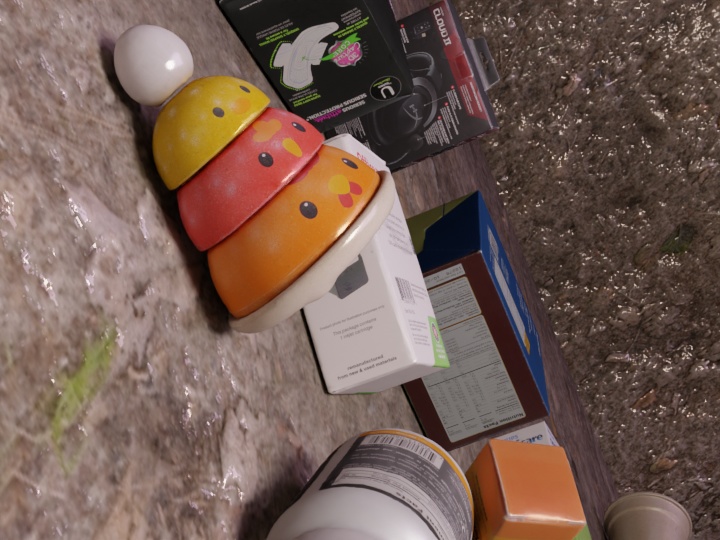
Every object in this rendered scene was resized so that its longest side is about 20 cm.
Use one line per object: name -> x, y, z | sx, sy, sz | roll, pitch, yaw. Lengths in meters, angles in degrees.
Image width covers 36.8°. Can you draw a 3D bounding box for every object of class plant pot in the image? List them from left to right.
plant pot -> 0.637, 0.630, 2.410 | 0.202, 0.198, 0.184 | 63, 26, -24

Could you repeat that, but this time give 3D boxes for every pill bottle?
pill bottle -> 0.004, 0.174, 0.651 | 0.200, 0.115, 0.118 | -32, 101, -76

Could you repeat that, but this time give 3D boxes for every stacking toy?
stacking toy -> -0.087, -0.073, 0.699 | 0.200, 0.146, 0.146 | 47, 19, -13

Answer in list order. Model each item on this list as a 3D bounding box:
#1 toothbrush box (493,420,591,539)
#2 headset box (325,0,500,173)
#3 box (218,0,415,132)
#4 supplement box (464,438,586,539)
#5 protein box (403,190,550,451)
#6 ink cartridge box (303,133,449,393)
toothbrush box -> 0.259, 0.336, 1.498 | 0.146, 0.085, 0.202 | 52, 23, -51
headset box -> 0.054, -0.196, 1.202 | 0.077, 0.198, 0.151 | -28, 96, -76
box -> -0.045, -0.263, 1.067 | 0.200, 0.123, 0.150 | 55, 20, -49
supplement box -> 0.085, 0.208, 0.789 | 0.069, 0.066, 0.201 | -103, -151, -44
protein box -> 0.109, 0.053, 1.201 | 0.199, 0.133, 0.202 | -76, 144, -67
ink cartridge box -> 0.000, 0.000, 0.953 | 0.145, 0.083, 0.203 | 22, 50, -73
